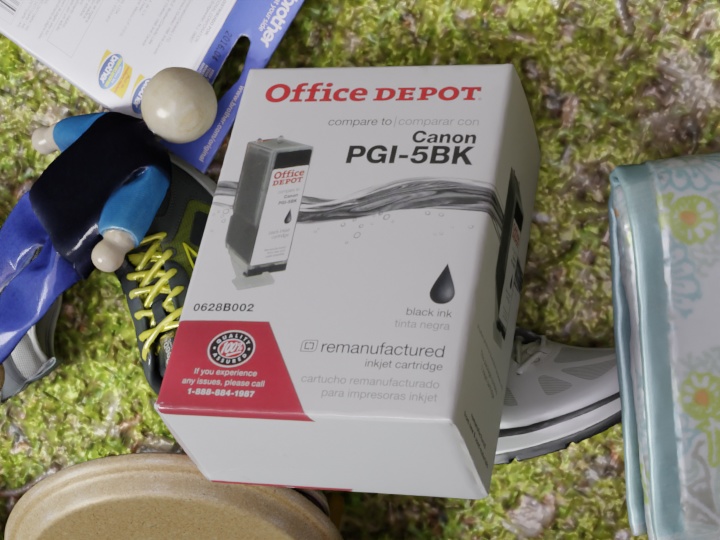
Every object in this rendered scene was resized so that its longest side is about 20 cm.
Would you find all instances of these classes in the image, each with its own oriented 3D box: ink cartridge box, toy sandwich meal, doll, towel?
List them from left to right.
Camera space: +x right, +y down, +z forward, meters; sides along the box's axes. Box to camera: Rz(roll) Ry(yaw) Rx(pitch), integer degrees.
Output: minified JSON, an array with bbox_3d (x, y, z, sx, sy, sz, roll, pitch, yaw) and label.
[{"bbox_3d":[-0.152,-0.032,0.837,0.200,0.048,0.137,-46,42,14],"label":"doll"},{"bbox_3d":[-0.130,-0.157,0.869,0.200,0.042,0.119,36,108,12],"label":"ink cartridge box"},{"bbox_3d":[-0.101,0.146,0.862,0.204,0.070,0.206,2,135,2],"label":"toy sandwich meal"},{"bbox_3d":[0.000,0.000,0.770,0.146,0.083,0.200,1,58,18],"label":"ink cartridge box"},{"bbox_3d":[0.210,0.039,0.761,0.171,0.048,0.201,-6,99,-6],"label":"towel"}]

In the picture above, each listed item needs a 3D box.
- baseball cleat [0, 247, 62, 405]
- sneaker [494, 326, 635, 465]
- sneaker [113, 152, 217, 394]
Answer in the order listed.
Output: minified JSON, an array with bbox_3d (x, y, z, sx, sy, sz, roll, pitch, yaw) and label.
[{"bbox_3d":[-0.241,-0.019,0.926,0.106,0.070,0.200,-31,91,5],"label":"baseball cleat"},{"bbox_3d":[0.051,0.039,0.824,0.200,0.076,0.116,-14,97,22],"label":"sneaker"},{"bbox_3d":[-0.092,0.018,0.863,0.074,0.085,0.200,-34,88,20],"label":"sneaker"}]
